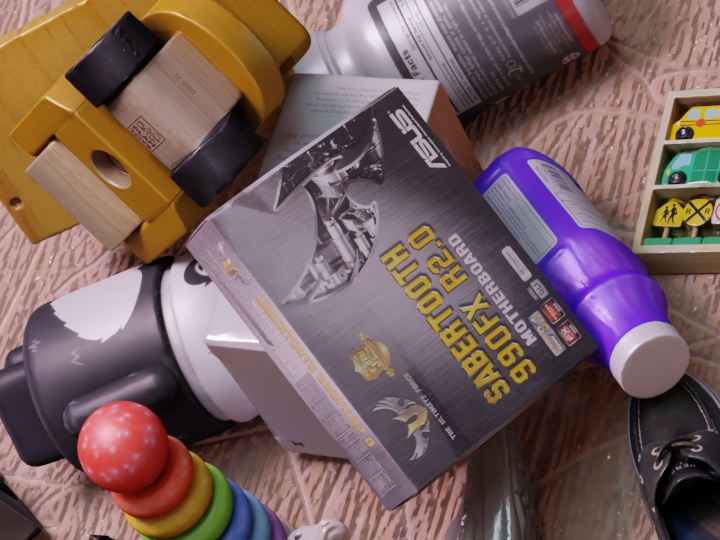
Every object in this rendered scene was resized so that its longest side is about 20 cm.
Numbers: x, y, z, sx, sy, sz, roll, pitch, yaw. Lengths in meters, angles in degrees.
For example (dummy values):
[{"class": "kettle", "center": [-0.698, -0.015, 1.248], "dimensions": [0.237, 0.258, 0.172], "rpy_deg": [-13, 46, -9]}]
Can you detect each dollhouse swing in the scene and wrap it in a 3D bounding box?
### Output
[{"class": "dollhouse swing", "center": [-0.158, -0.139, 1.818], "dimensions": [0.200, 0.182, 0.176], "rpy_deg": [-26, 29, 15]}]

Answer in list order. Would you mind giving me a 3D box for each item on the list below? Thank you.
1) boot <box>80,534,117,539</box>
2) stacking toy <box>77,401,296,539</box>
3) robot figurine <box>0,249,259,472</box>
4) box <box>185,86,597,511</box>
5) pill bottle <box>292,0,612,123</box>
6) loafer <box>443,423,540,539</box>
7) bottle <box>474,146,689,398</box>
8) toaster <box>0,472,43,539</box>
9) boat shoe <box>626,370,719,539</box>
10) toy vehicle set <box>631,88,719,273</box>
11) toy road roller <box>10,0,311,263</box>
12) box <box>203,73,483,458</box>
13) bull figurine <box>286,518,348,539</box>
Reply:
[{"class": "boot", "center": [-0.165, 0.248, 1.612], "dimensions": [0.200, 0.069, 0.175], "rpy_deg": [-4, 79, 44]}, {"class": "stacking toy", "center": [-0.111, 0.146, 1.617], "dimensions": [0.085, 0.200, 0.086], "rpy_deg": [-15, 53, 20]}, {"class": "robot figurine", "center": [-0.143, 0.059, 1.746], "dimensions": [0.199, 0.125, 0.151], "rpy_deg": [-21, 54, 17]}, {"class": "box", "center": [0.019, 0.015, 1.553], "dimensions": [0.158, 0.048, 0.200], "rpy_deg": [-35, 86, -30]}, {"class": "pill bottle", "center": [0.059, -0.159, 1.788], "dimensions": [0.200, 0.116, 0.116], "rpy_deg": [-29, 49, 10]}, {"class": "loafer", "center": [0.071, 0.175, 1.582], "dimensions": [0.070, 0.070, 0.201], "rpy_deg": [-10, 55, 13]}, {"class": "bottle", "center": [0.138, 0.003, 1.640], "dimensions": [0.065, 0.083, 0.200], "rpy_deg": [-46, 41, 10]}, {"class": "toaster", "center": [-0.345, 0.169, 1.790], "dimensions": [0.200, 0.119, 0.181], "rpy_deg": [-44, 48, -4]}, {"class": "boat shoe", "center": [0.197, 0.128, 1.549], "dimensions": [0.068, 0.057, 0.200], "rpy_deg": [-25, 49, 11]}, {"class": "toy vehicle set", "center": [0.276, -0.059, 1.654], "dimensions": [0.199, 0.027, 0.125], "rpy_deg": [-1, 59, 29]}, {"class": "toy road roller", "center": [-0.116, -0.108, 1.676], "dimensions": [0.146, 0.123, 0.200], "rpy_deg": [-50, 8, -31]}, {"class": "box", "center": [0.000, 0.000, 1.681], "dimensions": [0.106, 0.152, 0.201], "rpy_deg": [5, 62, 23]}, {"class": "bull figurine", "center": [-0.050, 0.247, 1.595], "dimensions": [0.200, 0.065, 0.121], "rpy_deg": [-54, 34, 1]}]
